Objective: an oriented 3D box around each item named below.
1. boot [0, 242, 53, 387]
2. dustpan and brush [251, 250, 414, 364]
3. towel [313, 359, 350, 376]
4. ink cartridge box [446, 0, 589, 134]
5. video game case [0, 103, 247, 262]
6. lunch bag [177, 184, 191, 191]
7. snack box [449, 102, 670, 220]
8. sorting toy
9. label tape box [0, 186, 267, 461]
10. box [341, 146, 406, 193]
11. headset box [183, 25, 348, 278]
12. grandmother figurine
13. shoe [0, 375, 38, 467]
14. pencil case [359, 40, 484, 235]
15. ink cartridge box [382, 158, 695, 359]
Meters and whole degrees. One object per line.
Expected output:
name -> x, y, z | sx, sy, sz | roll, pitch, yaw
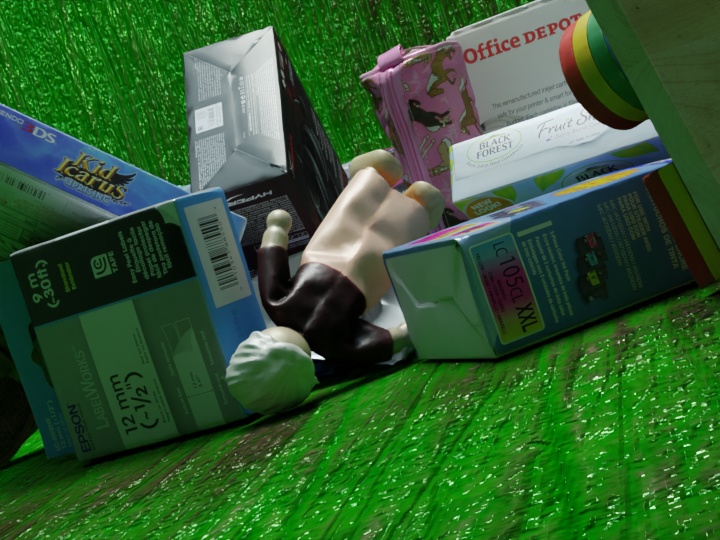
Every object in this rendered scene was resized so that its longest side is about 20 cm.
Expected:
boot -> -0.185, 0.039, 1.285 | 0.200, 0.146, 0.070 | -23, 29, 32
dustpan and brush -> 0.000, 0.000, 1.253 | 0.139, 0.057, 0.200 | 4, 19, 22
towel -> -0.030, 0.055, 1.324 | 0.145, 0.024, 0.200 | -20, 3, -38
ink cartridge box -> 0.169, -0.109, 1.395 | 0.145, 0.200, 0.084 | -15, 4, 40
video game case -> -0.197, -0.029, 1.281 | 0.181, 0.200, 0.046 | -47, 20, 62
lunch bag -> -0.139, 0.006, 1.635 | 0.077, 0.161, 0.200 | 8, -8, -20
snack box -> 0.181, -0.062, 1.237 | 0.200, 0.053, 0.142 | -18, -35, 26
sorting toy -> 0.208, -0.095, 1.033 | 0.200, 0.199, 0.070 | -22, -8, -45
label tape box -> -0.162, 0.044, 1.180 | 0.200, 0.144, 0.066 | -17, 3, 26
box -> 0.031, -0.036, 1.532 | 0.200, 0.132, 0.115 | -17, 2, 19
headset box -> -0.060, -0.055, 1.357 | 0.077, 0.149, 0.200 | -16, -41, 11
grandmother figurine -> -0.017, 0.014, 1.145 | 0.200, 0.121, 0.061 | -52, -9, -36
shoe -> -0.242, 0.070, 1.386 | 0.200, 0.070, 0.053 | -49, 13, -27
pencil case -> 0.064, -0.073, 1.364 | 0.083, 0.200, 0.087 | -18, 4, -9
ink cartridge box -> 0.132, -0.012, 1.104 | 0.200, 0.076, 0.136 | -18, 3, -19
